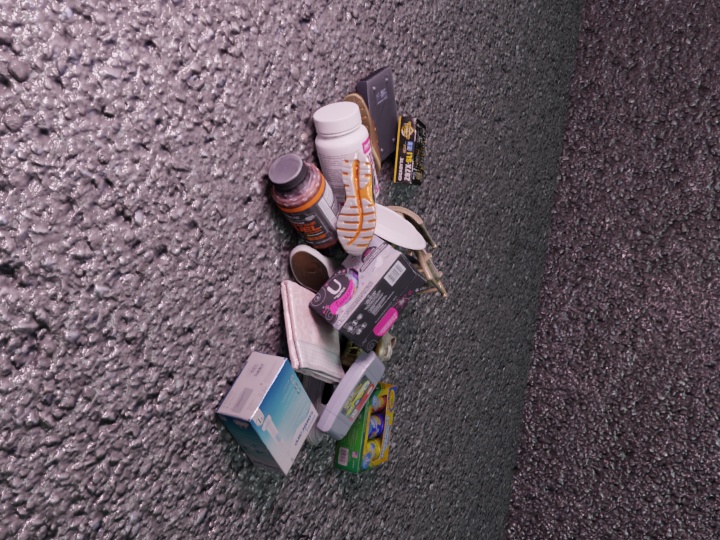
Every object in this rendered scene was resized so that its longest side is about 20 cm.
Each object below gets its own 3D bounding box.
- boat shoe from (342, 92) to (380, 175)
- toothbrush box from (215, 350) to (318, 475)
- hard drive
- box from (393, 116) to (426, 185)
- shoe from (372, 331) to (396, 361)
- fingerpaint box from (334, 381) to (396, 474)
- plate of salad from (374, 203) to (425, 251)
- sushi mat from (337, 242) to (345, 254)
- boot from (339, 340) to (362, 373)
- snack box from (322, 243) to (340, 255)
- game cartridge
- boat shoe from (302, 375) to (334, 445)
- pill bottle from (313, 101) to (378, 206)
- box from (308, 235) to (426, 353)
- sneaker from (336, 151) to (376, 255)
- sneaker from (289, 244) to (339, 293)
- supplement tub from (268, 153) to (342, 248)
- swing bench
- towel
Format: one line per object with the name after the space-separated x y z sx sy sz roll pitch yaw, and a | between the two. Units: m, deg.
0.001 -0.305 1.545 0.068 0.071 0.201 -74 153 -52 | boat shoe
-0.175 0.278 1.341 0.147 0.085 0.201 -61 145 -34 | toothbrush box
0.041 -0.366 1.623 0.135 0.042 0.201 -48 137 -46 | hard drive
0.127 -0.298 1.742 0.200 0.049 0.161 -27 124 -76 | box
0.060 0.184 1.709 0.200 0.053 0.070 -48 153 -83 | shoe
0.016 0.391 1.739 0.167 0.073 0.202 6 92 -62 | fingerpaint box
0.052 -0.094 1.514 0.200 0.200 0.048 -11 134 -60 | plate of salad
-0.018 -0.136 1.555 0.096 0.012 0.200 61 40 -29 | sushi mat
-0.010 0.178 1.611 0.200 0.072 0.156 63 41 -69 | boot
-0.029 -0.105 1.577 0.200 0.024 0.072 -40 130 -51 | snack box
-0.018 0.270 1.499 0.201 0.041 0.133 -57 153 -11 | game cartridge
-0.087 0.295 1.524 0.070 0.071 0.202 -18 112 -59 | boat shoe
-0.031 -0.240 1.444 0.113 0.113 0.201 -52 140 -43 | pill bottle
0.014 0.044 1.431 0.200 0.115 0.132 -51 138 -4 | box
0.001 -0.129 1.365 0.077 0.078 0.202 4 91 -78 | sneaker
-0.093 -0.006 1.460 0.200 0.072 0.085 51 19 -49 | sneaker
-0.105 -0.137 1.345 0.200 0.106 0.107 55 50 -51 | supplement tub
0.121 -0.039 1.680 0.199 0.129 0.201 41 40 -68 | swing bench
-0.094 0.131 1.437 0.200 0.032 0.192 34 41 -59 | towel
